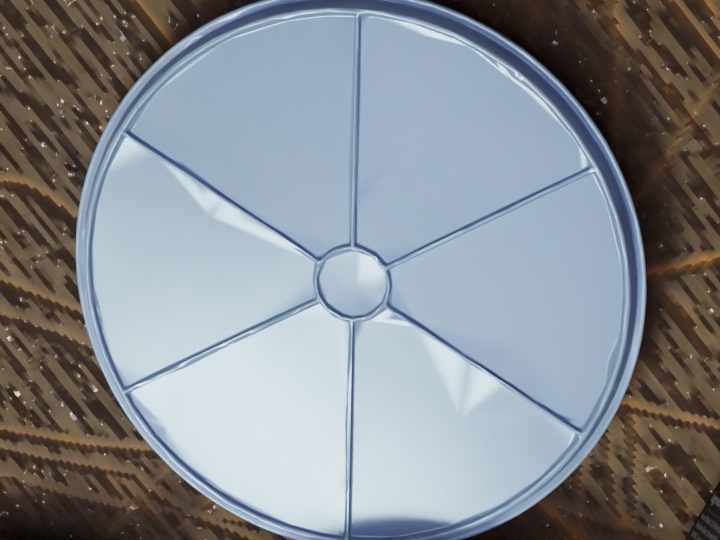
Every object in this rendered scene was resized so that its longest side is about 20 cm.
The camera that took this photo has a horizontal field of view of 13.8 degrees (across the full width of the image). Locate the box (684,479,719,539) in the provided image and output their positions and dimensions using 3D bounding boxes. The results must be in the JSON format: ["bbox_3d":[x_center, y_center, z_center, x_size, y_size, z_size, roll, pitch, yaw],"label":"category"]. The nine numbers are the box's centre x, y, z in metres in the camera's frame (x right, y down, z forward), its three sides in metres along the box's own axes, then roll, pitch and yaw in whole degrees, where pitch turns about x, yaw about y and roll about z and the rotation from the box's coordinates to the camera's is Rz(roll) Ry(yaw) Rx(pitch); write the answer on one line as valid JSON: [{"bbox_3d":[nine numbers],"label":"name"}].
[{"bbox_3d":[0.132,0.153,0.983,0.100,0.075,0.201,30,90,-3],"label":"box"}]

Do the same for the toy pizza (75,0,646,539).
[{"bbox_3d":[0.000,0.000,1.020,0.199,0.032,0.201,4,108,11],"label":"toy pizza"}]
